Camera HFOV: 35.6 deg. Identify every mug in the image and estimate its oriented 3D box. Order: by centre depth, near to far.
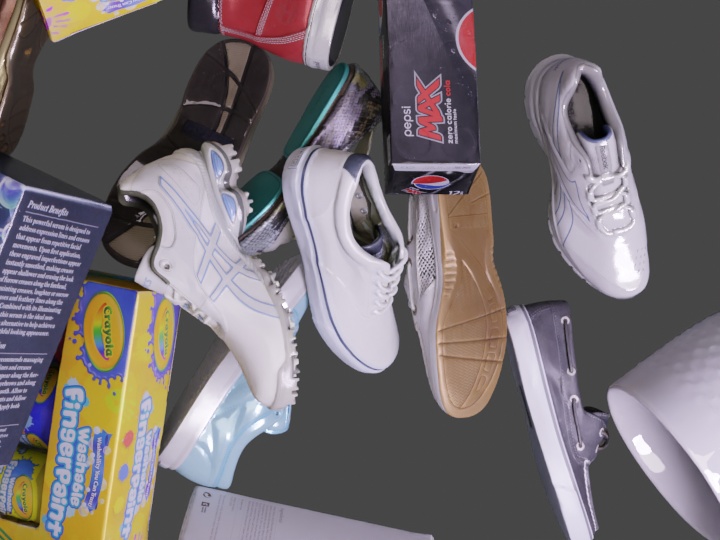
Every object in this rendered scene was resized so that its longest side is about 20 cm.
[{"bbox_3d":[0.314,0.119,0.882,0.174,0.148,0.201,-34,126,-7],"label":"mug"}]

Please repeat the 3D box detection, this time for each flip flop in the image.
[{"bbox_3d":[-0.131,-0.089,0.879,0.080,0.058,0.202,26,78,0],"label":"flip flop"}]

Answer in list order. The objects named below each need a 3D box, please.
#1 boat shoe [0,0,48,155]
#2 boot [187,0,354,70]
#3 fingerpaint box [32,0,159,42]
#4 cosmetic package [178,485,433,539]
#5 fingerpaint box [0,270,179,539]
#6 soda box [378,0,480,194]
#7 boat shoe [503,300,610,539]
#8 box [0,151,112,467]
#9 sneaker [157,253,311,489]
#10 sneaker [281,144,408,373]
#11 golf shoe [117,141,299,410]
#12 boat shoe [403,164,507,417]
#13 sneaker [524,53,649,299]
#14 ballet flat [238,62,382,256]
[{"bbox_3d":[-0.275,-0.188,0.851,0.067,0.072,0.203,17,90,1],"label":"boat shoe"},{"bbox_3d":[-0.061,-0.269,0.862,0.142,0.072,0.203,18,87,8],"label":"boot"},{"bbox_3d":[-0.160,-0.276,0.795,0.198,0.074,0.168,-23,64,-13],"label":"fingerpaint box"},{"bbox_3d":[-0.048,0.252,0.879,0.197,0.085,0.109,12,114,-2],"label":"cosmetic package"},{"bbox_3d":[-0.234,0.099,0.840,0.165,0.073,0.203,11,94,18],"label":"fingerpaint box"},{"bbox_3d":[0.050,-0.161,0.843,0.070,0.063,0.203,-1,74,-3],"label":"soda box"},{"bbox_3d":[0.168,0.120,0.905,0.065,0.070,0.203,-16,88,0],"label":"boat shoe"},{"bbox_3d":[-0.286,0.014,0.759,0.147,0.107,0.202,24,93,19],"label":"box"},{"bbox_3d":[-0.080,0.083,0.890,0.081,0.074,0.201,33,97,-19],"label":"sneaker"},{"bbox_3d":[0.000,0.000,0.844,0.073,0.070,0.202,-50,133,-37],"label":"sneaker"},{"bbox_3d":[-0.110,0.012,0.794,0.096,0.078,0.202,-17,77,-24],"label":"golf shoe"},{"bbox_3d":[0.068,0.013,0.890,0.070,0.069,0.203,1,86,-35],"label":"boat shoe"},{"bbox_3d":[0.181,-0.071,0.877,0.074,0.087,0.202,-21,96,-3],"label":"sneaker"},{"bbox_3d":[-0.047,-0.066,0.879,0.072,0.072,0.201,38,93,-5],"label":"ballet flat"}]
